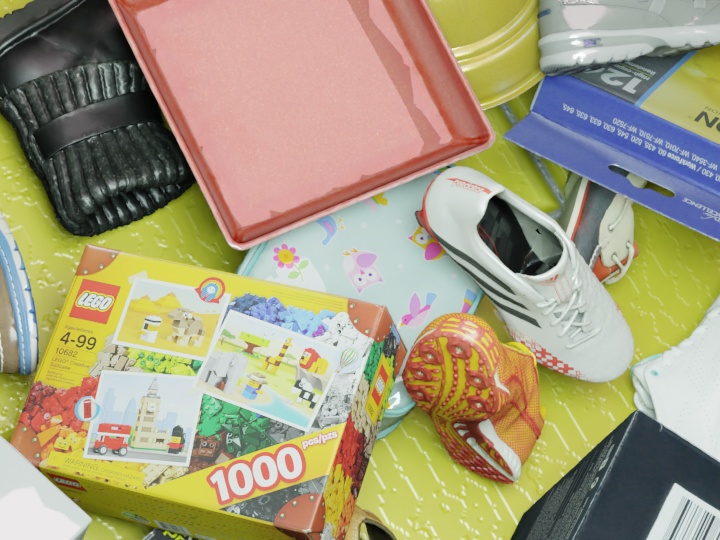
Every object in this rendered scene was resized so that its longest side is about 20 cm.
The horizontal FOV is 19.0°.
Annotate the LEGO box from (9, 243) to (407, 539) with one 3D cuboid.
[{"bbox_3d":[-0.091,0.081,1.306,0.200,0.077,0.149,11,68,18],"label":"LEGO box"}]

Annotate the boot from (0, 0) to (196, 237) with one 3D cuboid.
[{"bbox_3d":[-0.146,-0.127,1.450,0.211,0.079,0.158,-34,72,-17],"label":"boot"}]

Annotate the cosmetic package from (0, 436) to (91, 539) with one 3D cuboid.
[{"bbox_3d":[-0.255,0.202,1.245,0.085,0.108,0.200,40,59,4],"label":"cosmetic package"}]

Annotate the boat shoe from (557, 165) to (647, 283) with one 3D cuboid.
[{"bbox_3d":[0.169,-0.029,1.515,0.062,0.071,0.200,23,55,-4],"label":"boat shoe"}]

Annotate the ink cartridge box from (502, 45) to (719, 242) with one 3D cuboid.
[{"bbox_3d":[0.231,-0.107,1.515,0.197,0.047,0.200,27,35,17],"label":"ink cartridge box"}]

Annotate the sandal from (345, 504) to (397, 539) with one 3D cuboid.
[{"bbox_3d":[-0.001,0.185,1.346,0.200,0.054,0.080,47,31,14],"label":"sandal"}]

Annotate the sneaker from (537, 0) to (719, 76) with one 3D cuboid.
[{"bbox_3d":[0.209,-0.190,1.498,0.200,0.075,0.082,-13,93,-32],"label":"sneaker"}]

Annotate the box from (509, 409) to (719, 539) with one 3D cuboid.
[{"bbox_3d":[0.175,0.198,1.330,0.148,0.200,0.107,33,59,-2],"label":"box"}]

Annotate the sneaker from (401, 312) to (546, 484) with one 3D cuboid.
[{"bbox_3d":[0.076,0.067,1.372,0.073,0.200,0.077,20,70,18],"label":"sneaker"}]

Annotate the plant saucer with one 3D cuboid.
[{"bbox_3d":[-0.041,-0.130,1.417,0.200,0.037,0.200,-23,79,-19],"label":"plant saucer"}]

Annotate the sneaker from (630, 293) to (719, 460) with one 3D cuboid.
[{"bbox_3d":[0.232,0.070,1.490,0.088,0.075,0.200,18,62,5],"label":"sneaker"}]

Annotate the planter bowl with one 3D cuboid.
[{"bbox_3d":[0.051,-0.208,1.509,0.200,0.084,0.201,-4,51,5],"label":"planter bowl"}]

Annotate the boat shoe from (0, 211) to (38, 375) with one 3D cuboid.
[{"bbox_3d":[-0.262,-0.013,1.373,0.072,0.072,0.200,-17,61,-19],"label":"boat shoe"}]

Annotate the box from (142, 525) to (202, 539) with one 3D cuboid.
[{"bbox_3d":[-0.091,0.262,1.305,0.200,0.044,0.160,44,60,5],"label":"box"}]

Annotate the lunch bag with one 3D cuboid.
[{"bbox_3d":[0.000,0.000,1.441,0.160,0.077,0.200,31,60,0],"label":"lunch bag"}]

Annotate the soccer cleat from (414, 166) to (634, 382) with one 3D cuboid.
[{"bbox_3d":[0.118,0.008,1.387,0.200,0.085,0.069,46,74,-25],"label":"soccer cleat"}]
